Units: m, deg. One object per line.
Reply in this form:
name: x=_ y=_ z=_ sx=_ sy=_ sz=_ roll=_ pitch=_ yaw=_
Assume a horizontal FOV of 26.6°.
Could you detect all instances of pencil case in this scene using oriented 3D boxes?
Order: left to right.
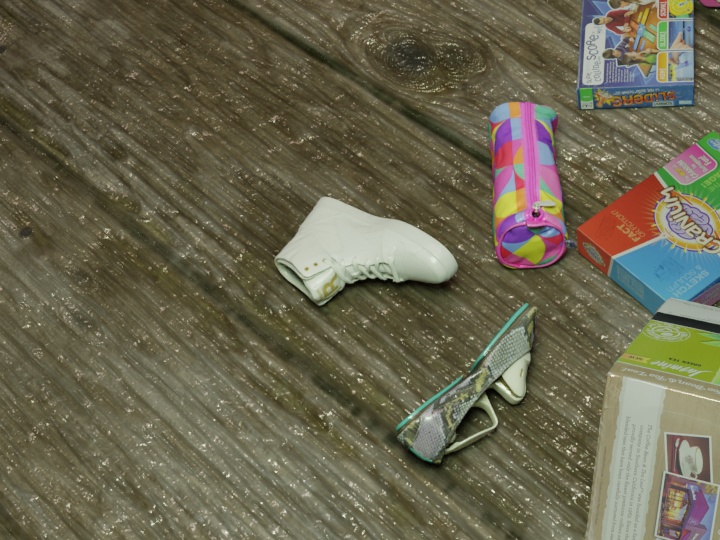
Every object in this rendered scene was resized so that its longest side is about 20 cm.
pencil case: x=0.180 y=-0.095 z=1.645 sx=0.087 sy=0.089 sz=0.201 roll=-7 pitch=49 yaw=7

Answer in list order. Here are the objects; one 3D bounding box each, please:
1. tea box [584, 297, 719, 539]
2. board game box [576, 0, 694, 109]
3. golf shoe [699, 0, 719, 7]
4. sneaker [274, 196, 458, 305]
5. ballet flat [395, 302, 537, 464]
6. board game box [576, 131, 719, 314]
tea box: x=0.284 y=0.157 z=1.289 sx=0.132 sy=0.202 sz=0.197 roll=12 pitch=22 yaw=22
board game box: x=0.325 y=-0.274 z=1.793 sx=0.134 sy=0.035 sz=0.201 roll=0 pitch=51 yaw=13
golf shoe: x=0.491 y=-0.369 z=1.798 sx=0.199 sy=0.091 sz=0.076 roll=-30 pitch=74 yaw=30
sneaker: x=0.000 y=0.000 z=1.619 sx=0.199 sy=0.074 sz=0.116 roll=19 pitch=58 yaw=38
ballet flat: x=0.121 y=0.118 z=1.501 sx=0.072 sy=0.072 sz=0.200 roll=33 pitch=64 yaw=33
board game box: x=0.349 y=-0.044 z=1.591 sx=0.199 sy=0.041 sz=0.153 roll=-35 pitch=52 yaw=-16
